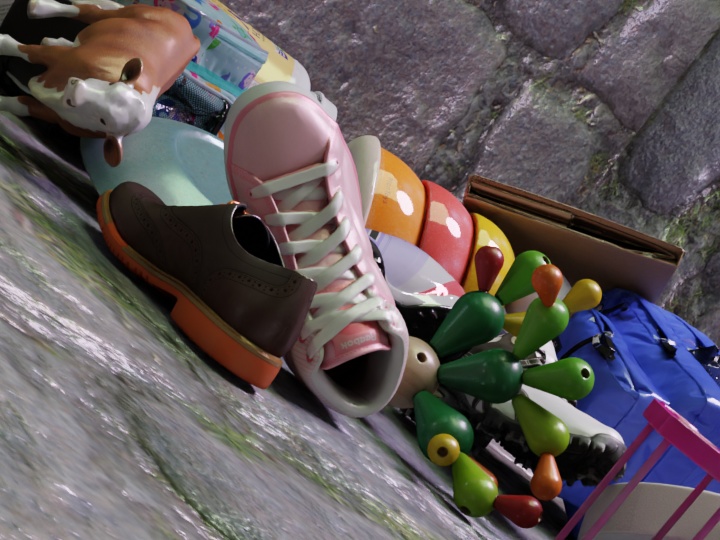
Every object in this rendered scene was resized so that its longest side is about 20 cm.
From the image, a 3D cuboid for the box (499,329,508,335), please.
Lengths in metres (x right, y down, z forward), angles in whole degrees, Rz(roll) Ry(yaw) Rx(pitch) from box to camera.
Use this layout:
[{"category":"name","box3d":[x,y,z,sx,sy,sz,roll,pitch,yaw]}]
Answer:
[{"category":"box","box3d":[0.027,0.004,1.645,0.160,0.044,0.200,37,-2,19]}]

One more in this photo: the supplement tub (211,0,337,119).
[{"category":"supplement tub","box3d":[-0.135,-0.155,1.810,0.200,0.145,0.145,36,4,-18]}]

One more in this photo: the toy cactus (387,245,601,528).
[{"category":"toy cactus","box3d":[0.060,0.063,1.270,0.165,0.200,0.102,2,-28,17]}]

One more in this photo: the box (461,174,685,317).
[{"category":"box","box3d":[0.150,-0.005,1.567,0.163,0.021,0.200,18,-18,4]}]

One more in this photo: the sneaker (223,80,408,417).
[{"category":"sneaker","box3d":[-0.019,-0.006,1.179,0.105,0.075,0.200,-131,-154,-60]}]

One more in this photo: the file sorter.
[{"category":"file sorter","box3d":[0.209,0.186,1.155,0.200,0.125,0.139,39,3,3]}]

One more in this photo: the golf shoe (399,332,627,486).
[{"category":"golf shoe","box3d":[0.110,0.080,1.364,0.200,0.095,0.078,16,-22,50]}]

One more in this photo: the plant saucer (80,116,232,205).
[{"category":"plant saucer","box3d":[-0.090,-0.041,1.338,0.201,0.039,0.201,38,20,-16]}]

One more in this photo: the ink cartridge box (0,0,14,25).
[{"category":"ink cartridge box","box3d":[-0.249,-0.279,1.535,0.145,0.200,0.084,-18,43,-36]}]

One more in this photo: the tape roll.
[{"category":"tape roll","box3d":[0.238,0.191,1.322,0.203,0.037,0.203,18,-19,6]}]

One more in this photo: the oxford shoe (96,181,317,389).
[{"category":"oxford shoe","box3d":[-0.084,-0.009,1.162,0.071,0.073,0.200,33,6,-43]}]

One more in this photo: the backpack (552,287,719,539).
[{"category":"backpack","box3d":[0.197,0.102,1.498,0.168,0.163,0.200,37,16,-25]}]

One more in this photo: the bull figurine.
[{"category":"bull figurine","box3d":[-0.171,-0.125,1.305,0.121,0.065,0.200,13,22,9]}]

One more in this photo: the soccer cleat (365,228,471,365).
[{"category":"soccer cleat","box3d":[0.000,0.000,1.333,0.200,0.068,0.073,28,27,-44]}]

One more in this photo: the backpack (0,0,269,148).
[{"category":"backpack","box3d":[-0.156,-0.138,1.518,0.178,0.151,0.200,36,-2,37]}]

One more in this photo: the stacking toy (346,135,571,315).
[{"category":"stacking toy","box3d":[0.060,0.000,1.476,0.200,0.146,0.146,20,8,-10]}]
